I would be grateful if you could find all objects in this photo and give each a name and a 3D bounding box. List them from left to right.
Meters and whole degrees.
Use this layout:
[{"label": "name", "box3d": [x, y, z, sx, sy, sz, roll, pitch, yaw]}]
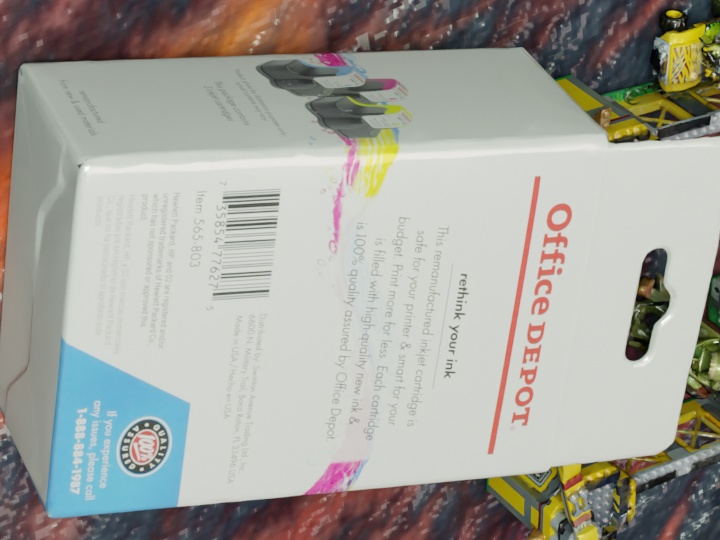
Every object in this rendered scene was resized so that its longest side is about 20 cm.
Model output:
[{"label": "ink cartridge box", "box3d": [0.000, 0.000, 0.803, 0.200, 0.068, 0.115, -3, 120, -22]}, {"label": "LEGO set", "box3d": [0.127, 0.024, 0.894, 0.154, 0.116, 0.200, -9, 121, -31]}]
